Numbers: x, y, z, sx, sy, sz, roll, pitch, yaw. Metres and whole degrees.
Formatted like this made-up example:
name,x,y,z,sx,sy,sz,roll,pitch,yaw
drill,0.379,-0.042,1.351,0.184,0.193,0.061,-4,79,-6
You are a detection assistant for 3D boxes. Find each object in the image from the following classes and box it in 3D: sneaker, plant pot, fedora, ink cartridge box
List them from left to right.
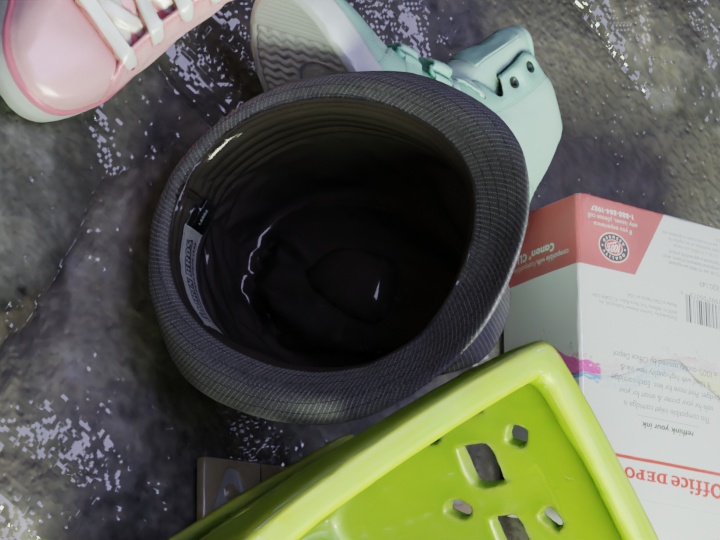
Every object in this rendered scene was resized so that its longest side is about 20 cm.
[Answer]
name,x,y,z,sx,sy,sz,roll,pitch,yaw
sneaker,-0.087,-0.149,1.268,0.200,0.105,0.075,-45,107,-35
fedora,0.000,0.000,1.256,0.090,0.200,0.177,45,58,-55
plant pot,0.011,0.171,1.193,0.199,0.181,0.200,-30,95,-38
sneaker,0.027,-0.099,1.348,0.201,0.074,0.118,52,57,-34
ink cartridge box,0.137,0.072,1.399,0.116,0.067,0.201,13,68,-34

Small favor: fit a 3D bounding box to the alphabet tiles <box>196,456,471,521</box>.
name,x,y,z,sx,sy,sz,roll,pitch,yaw
alphabet tiles,0.006,0.182,1.307,0.200,0.008,0.168,9,72,-35
